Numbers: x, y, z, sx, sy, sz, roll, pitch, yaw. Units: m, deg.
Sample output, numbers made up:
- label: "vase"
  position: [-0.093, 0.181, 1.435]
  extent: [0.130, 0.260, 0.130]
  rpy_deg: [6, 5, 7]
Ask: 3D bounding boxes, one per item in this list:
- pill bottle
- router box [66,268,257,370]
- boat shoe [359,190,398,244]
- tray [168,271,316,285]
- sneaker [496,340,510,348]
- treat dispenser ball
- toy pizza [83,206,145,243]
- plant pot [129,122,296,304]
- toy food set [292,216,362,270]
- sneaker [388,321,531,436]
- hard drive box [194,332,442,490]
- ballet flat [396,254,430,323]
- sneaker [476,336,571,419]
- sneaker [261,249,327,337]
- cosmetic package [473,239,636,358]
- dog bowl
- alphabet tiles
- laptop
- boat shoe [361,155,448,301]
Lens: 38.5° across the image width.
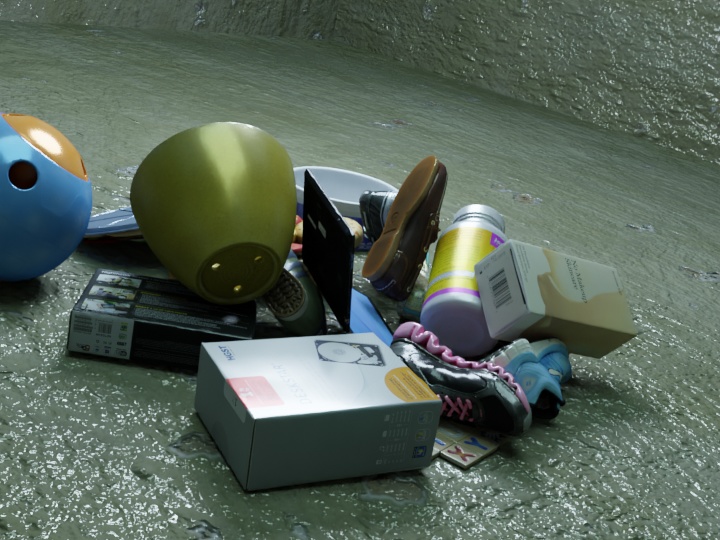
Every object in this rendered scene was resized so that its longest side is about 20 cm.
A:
- label: "pill bottle"
  position: [0.142, 0.007, 1.336]
  extent: [0.103, 0.105, 0.201]
  rpy_deg: [13, 47, 3]
- label: "router box"
  position: [-0.218, 0.057, 1.173]
  extent: [0.198, 0.052, 0.149]
  rpy_deg: [10, 17, -6]
- label: "boat shoe"
  position: [0.040, -0.064, 1.498]
  extent: [0.070, 0.073, 0.201]
  rpy_deg: [20, -24, 18]
- label: "tray"
  position: [-0.163, -0.009, 1.418]
  extent: [0.198, 0.037, 0.099]
  rpy_deg: [8, 19, -13]
- label: "sneaker"
  position: [0.186, 0.062, 1.367]
  extent: [0.081, 0.078, 0.199]
  rpy_deg: [-13, 30, -38]
- label: "treat dispenser ball"
  position: [-0.423, -0.087, 1.233]
  extent: [0.198, 0.203, 0.201]
  rpy_deg: [10, 19, -4]
- label: "toy pizza"
  position: [-0.305, -0.066, 1.446]
  extent: [0.198, 0.032, 0.200]
  rpy_deg: [-8, 12, 2]
- label: "plant pot"
  position: [-0.155, -0.047, 1.185]
  extent: [0.198, 0.201, 0.143]
  rpy_deg: [1, 45, -27]
- label: "toy food set"
  position: [-0.105, -0.051, 1.442]
  extent: [0.198, 0.049, 0.198]
  rpy_deg: [19, 20, 18]
- label: "sneaker"
  position: [0.091, 0.134, 1.117]
  extent: [0.199, 0.080, 0.095]
  rpy_deg: [25, 45, 36]
- label: "hard drive box"
  position: [-0.045, 0.133, 1.015]
  extent: [0.198, 0.078, 0.156]
  rpy_deg: [-2, 24, -28]
- label: "ballet flat"
  position: [0.069, 0.014, 1.438]
  extent: [0.070, 0.071, 0.200]
  rpy_deg: [9, 22, -6]
- label: "sneaker"
  position: [0.200, 0.134, 1.197]
  extent: [0.199, 0.078, 0.091]
  rpy_deg: [3, 58, -60]
- label: "sneaker"
  position: [-0.095, 0.018, 1.289]
  extent: [0.090, 0.067, 0.201]
  rpy_deg: [53, 3, -41]
- label: "cosmetic package"
  position: [0.242, 0.038, 1.270]
  extent: [0.198, 0.071, 0.106]
  rpy_deg: [11, 55, -37]
- label: "dog bowl"
  position: [-0.035, -0.104, 1.694]
  extent: [0.198, 0.080, 0.200]
  rpy_deg: [11, 20, -4]
- label: "alphabet tiles"
  position: [0.058, 0.156, 1.127]
  extent: [0.199, 0.006, 0.166]
  rpy_deg: [24, 23, 31]
- label: "laptop"
  position: [0.000, 0.000, 1.238]
  extent: [0.102, 0.202, 0.178]
  rpy_deg: [-7, 31, -19]
- label: "boat shoe"
  position: [0.070, -0.055, 1.367]
  extent: [0.070, 0.201, 0.070]
  rpy_deg: [35, -19, -23]
